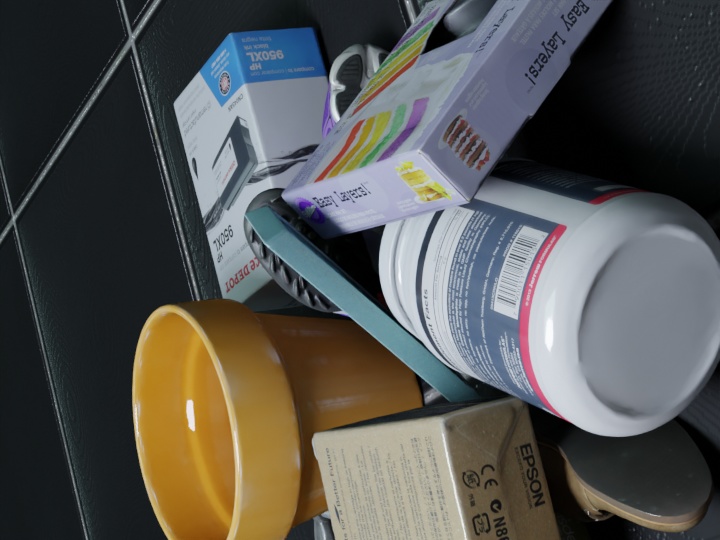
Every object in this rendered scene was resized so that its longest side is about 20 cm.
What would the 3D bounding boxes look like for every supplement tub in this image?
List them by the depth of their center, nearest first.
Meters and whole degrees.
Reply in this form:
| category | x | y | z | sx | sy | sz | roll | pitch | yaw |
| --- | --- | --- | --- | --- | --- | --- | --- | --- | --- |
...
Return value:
| category | x | y | z | sx | sy | sz | roll | pitch | yaw |
| --- | --- | --- | --- | --- | --- | --- | --- | --- | --- |
| supplement tub | 0.113 | 0.009 | 0.966 | 0.200 | 0.139 | 0.142 | 23 | 116 | 57 |

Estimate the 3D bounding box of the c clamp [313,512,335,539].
| category | x | y | z | sx | sy | sz | roll | pitch | yaw |
| --- | --- | --- | --- | --- | --- | --- | --- | --- | --- |
| c clamp | -0.003 | 0.231 | 1.335 | 0.199 | 0.027 | 0.173 | 11 | 107 | 58 |

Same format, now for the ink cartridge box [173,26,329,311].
| category | x | y | z | sx | sy | sz | roll | pitch | yaw |
| --- | --- | --- | --- | --- | --- | --- | --- | --- | --- |
| ink cartridge box | -0.075 | -0.081 | 1.331 | 0.144 | 0.084 | 0.202 | -37 | 65 | 57 |

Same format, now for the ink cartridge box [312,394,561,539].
| category | x | y | z | sx | sy | sz | roll | pitch | yaw |
| --- | --- | --- | --- | --- | --- | --- | --- | --- | --- |
| ink cartridge box | 0.057 | 0.190 | 1.032 | 0.164 | 0.075 | 0.202 | -15 | 88 | 59 |

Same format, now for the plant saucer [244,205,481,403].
| category | x | y | z | sx | sy | sz | roll | pitch | yaw |
| --- | --- | --- | --- | --- | --- | --- | --- | --- | --- |
| plant saucer | 0.006 | 0.027 | 1.055 | 0.019 | 0.200 | 0.070 | -47 | 24 | 3 |

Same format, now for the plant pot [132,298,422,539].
| category | x | y | z | sx | sy | sz | roll | pitch | yaw |
| --- | --- | --- | --- | --- | --- | --- | --- | --- | --- |
| plant pot | -0.058 | 0.116 | 1.248 | 0.200 | 0.182 | 0.202 | 21 | 114 | 58 |

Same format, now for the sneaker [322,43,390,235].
| category | x | y | z | sx | sy | sz | roll | pitch | yaw |
| --- | --- | --- | --- | --- | --- | --- | --- | --- | --- |
| sneaker | 0.007 | -0.071 | 1.224 | 0.083 | 0.080 | 0.202 | 177 | 93 | -77 |

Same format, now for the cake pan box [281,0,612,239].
| category | x | y | z | sx | sy | sz | roll | pitch | yaw |
| --- | --- | --- | --- | --- | --- | --- | --- | --- | --- |
| cake pan box | 0.058 | -0.115 | 1.013 | 0.052 | 0.200 | 0.184 | 45 | 157 | -19 |

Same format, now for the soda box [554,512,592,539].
| category | x | y | z | sx | sy | sz | roll | pitch | yaw |
| --- | --- | --- | --- | --- | --- | --- | --- | --- | --- |
| soda box | 0.094 | 0.241 | 1.126 | 0.200 | 0.067 | 0.064 | -55 | 51 | 50 |

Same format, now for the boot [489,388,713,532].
| category | x | y | z | sx | sy | sz | roll | pitch | yaw |
| --- | --- | --- | --- | --- | --- | --- | --- | --- | --- |
| boot | 0.158 | 0.129 | 1.009 | 0.200 | 0.073 | 0.076 | 28 | 139 | 60 |

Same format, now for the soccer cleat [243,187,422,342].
| category | x | y | z | sx | sy | sz | roll | pitch | yaw |
| --- | --- | --- | --- | --- | --- | --- | --- | --- | --- |
| soccer cleat | 0.000 | 0.000 | 1.123 | 0.069 | 0.199 | 0.073 | -58 | 21 | 10 |
